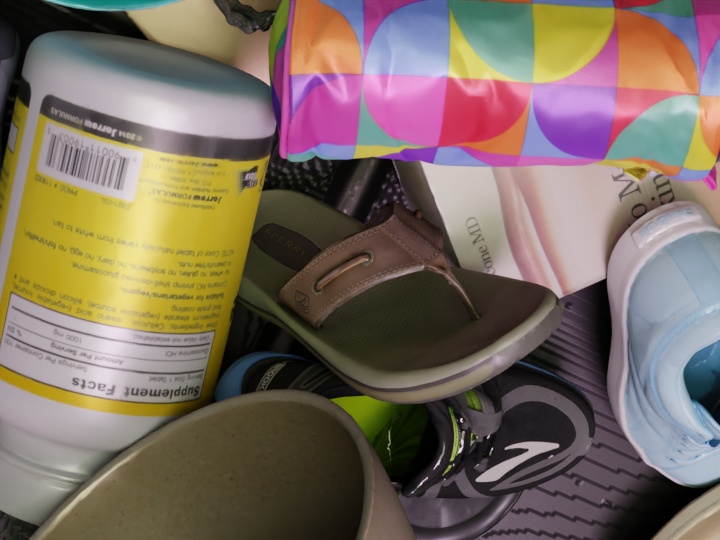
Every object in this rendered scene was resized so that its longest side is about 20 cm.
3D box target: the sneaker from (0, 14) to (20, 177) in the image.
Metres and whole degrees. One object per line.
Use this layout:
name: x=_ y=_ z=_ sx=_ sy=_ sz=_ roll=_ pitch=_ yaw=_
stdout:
sneaker: x=-0.189 y=-0.018 z=0.889 sx=0.087 sy=0.074 sz=0.201 roll=23 pitch=101 yaw=-37

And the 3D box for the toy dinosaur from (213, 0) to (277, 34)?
toy dinosaur: x=-0.045 y=-0.155 z=0.864 sx=0.199 sy=0.047 sz=0.089 roll=-34 pitch=90 yaw=-1

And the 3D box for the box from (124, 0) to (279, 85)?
box: x=-0.034 y=-0.183 z=0.895 sx=0.200 sy=0.021 sz=0.164 roll=-42 pitch=106 yaw=1

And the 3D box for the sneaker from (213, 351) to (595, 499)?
sneaker: x=0.028 y=0.078 z=0.890 sx=0.198 sy=0.082 sz=0.072 roll=6 pitch=101 yaw=-35

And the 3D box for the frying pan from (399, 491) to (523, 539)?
frying pan: x=-0.001 y=0.085 z=0.957 sx=0.188 sy=0.031 sz=0.116 roll=0 pitch=101 yaw=-14

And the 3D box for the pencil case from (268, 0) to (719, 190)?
pencil case: x=0.060 y=-0.078 z=0.817 sx=0.198 sy=0.088 sz=0.089 roll=5 pitch=101 yaw=-5

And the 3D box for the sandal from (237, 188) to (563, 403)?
sandal: x=-0.001 y=0.000 z=0.852 sx=0.080 sy=0.200 sz=0.058 roll=-39 pitch=131 yaw=-28

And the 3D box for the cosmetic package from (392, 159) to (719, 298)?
cosmetic package: x=0.119 y=-0.063 z=0.915 sx=0.198 sy=0.087 sz=0.104 roll=-25 pitch=106 yaw=-4

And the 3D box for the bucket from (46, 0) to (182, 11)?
bucket: x=-0.104 y=-0.208 z=0.785 sx=0.205 sy=0.135 sz=0.210 roll=0 pitch=86 yaw=7

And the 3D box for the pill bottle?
pill bottle: x=-0.109 y=0.006 z=0.861 sx=0.111 sy=0.113 sz=0.202 roll=11 pitch=104 yaw=-13

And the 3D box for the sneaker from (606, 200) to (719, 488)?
sneaker: x=0.158 y=0.060 z=0.910 sx=0.073 sy=0.082 sz=0.201 roll=-25 pitch=141 yaw=1

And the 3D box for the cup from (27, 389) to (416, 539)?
cup: x=-0.041 y=0.169 z=0.774 sx=0.200 sy=0.200 sz=0.144 roll=-39 pitch=118 yaw=0

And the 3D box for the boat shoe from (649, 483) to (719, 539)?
boat shoe: x=0.221 y=0.134 z=0.977 sx=0.199 sy=0.063 sz=0.074 roll=-27 pitch=137 yaw=-5
